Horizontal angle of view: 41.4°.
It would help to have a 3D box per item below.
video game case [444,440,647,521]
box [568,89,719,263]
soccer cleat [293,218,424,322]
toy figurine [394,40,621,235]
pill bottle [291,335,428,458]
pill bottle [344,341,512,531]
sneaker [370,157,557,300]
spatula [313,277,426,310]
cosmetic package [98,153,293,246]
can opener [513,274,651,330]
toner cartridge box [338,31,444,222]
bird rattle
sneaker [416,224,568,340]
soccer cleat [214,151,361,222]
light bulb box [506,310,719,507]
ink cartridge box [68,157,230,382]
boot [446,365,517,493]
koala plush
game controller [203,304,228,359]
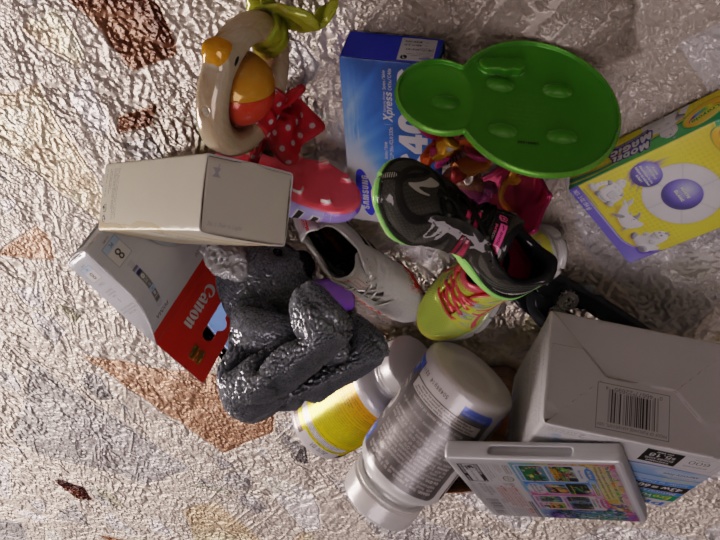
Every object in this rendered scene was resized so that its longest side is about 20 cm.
[{"bbox_3d":[0.203,0.228,1.020,0.179,0.024,0.201,-3,149,23],"label":"video game case"},{"bbox_3d":[0.308,-0.090,0.885,0.198,0.049,0.117,-27,121,37],"label":"box"},{"bbox_3d":[0.000,0.000,1.050,0.068,0.086,0.200,-37,114,17],"label":"soccer cleat"},{"bbox_3d":[0.117,-0.094,0.883,0.196,0.153,0.185,4,147,-4],"label":"toy figurine"},{"bbox_3d":[0.005,0.157,1.202,0.109,0.110,0.199,35,136,-18],"label":"pill bottle"},{"bbox_3d":[0.072,0.191,1.077,0.113,0.114,0.201,30,111,-13],"label":"pill bottle"},{"bbox_3d":[0.094,-0.041,0.818,0.198,0.078,0.083,27,159,-29],"label":"sneaker"},{"bbox_3d":[0.025,0.033,1.132,0.196,0.021,0.057,2,131,17],"label":"spatula"},{"bbox_3d":[-0.167,-0.067,0.941,0.102,0.075,0.198,9,177,-41],"label":"cosmetic package"},{"bbox_3d":[0.262,0.055,1.053,0.197,0.079,0.064,24,101,-11],"label":"can opener"},{"bbox_3d":[0.034,-0.133,0.940,0.093,0.044,0.202,9,137,13],"label":"toner cartridge box"},{"bbox_3d":[-0.102,-0.173,0.873,0.111,0.163,0.202,30,130,14],"label":"bird rattle"},{"bbox_3d":[0.120,0.013,1.012,0.089,0.079,0.200,-5,151,-49],"label":"sneaker"},{"bbox_3d":[-0.079,-0.080,0.996,0.197,0.067,0.077,18,139,29],"label":"soccer cleat"},{"bbox_3d":[0.270,0.154,1.024,0.194,0.127,0.201,11,154,2],"label":"light bulb box"},{"bbox_3d":[-0.203,-0.001,1.062,0.200,0.161,0.047,45,135,-19],"label":"ink cartridge box"},{"bbox_3d":[0.111,0.211,1.186,0.073,0.156,0.199,37,135,-21],"label":"boot"},{"bbox_3d":[-0.101,0.043,1.049,0.182,0.202,0.177,-32,156,9],"label":"koala plush"},{"bbox_3d":[-0.145,0.078,1.191,0.104,0.042,0.201,-30,103,39],"label":"game controller"}]
